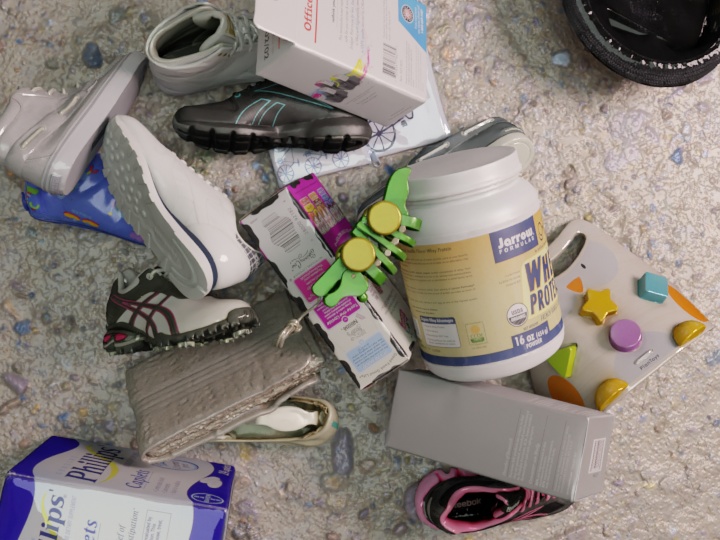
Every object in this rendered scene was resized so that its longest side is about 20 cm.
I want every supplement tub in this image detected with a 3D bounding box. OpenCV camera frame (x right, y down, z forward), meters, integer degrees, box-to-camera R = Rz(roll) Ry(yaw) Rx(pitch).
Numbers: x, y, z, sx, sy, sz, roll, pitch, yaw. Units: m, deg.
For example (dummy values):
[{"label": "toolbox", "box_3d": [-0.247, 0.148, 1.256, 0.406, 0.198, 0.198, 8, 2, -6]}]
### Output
[{"label": "supplement tub", "box_3d": [0.110, -0.009, 0.979, 0.144, 0.144, 0.200, -15, 104, -5]}]

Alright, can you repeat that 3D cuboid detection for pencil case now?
[{"label": "pencil case", "box_3d": [-0.240, -0.067, 1.018, 0.200, 0.078, 0.087, 17, 64, -3]}]

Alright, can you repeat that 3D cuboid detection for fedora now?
[{"label": "fedora", "box_3d": [0.293, -0.281, 1.059, 0.200, 0.092, 0.201, 0, 89, -5]}]

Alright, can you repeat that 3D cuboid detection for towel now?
[{"label": "towel", "box_3d": [-0.136, 0.103, 1.008, 0.200, 0.133, 0.034, -26, 128, -3]}]

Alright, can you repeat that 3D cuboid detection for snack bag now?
[{"label": "snack bag", "box_3d": [-0.015, -0.199, 1.068, 0.200, 0.021, 0.189, -14, 90, -5]}]

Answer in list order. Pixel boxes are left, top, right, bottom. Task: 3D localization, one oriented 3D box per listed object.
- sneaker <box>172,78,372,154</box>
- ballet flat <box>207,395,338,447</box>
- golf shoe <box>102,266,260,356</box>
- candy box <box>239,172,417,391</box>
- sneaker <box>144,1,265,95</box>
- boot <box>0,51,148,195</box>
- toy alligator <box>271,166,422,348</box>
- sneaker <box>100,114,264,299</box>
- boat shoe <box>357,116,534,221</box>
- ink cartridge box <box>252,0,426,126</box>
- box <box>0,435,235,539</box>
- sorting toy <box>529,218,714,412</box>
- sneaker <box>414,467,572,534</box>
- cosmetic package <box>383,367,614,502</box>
[{"label": "sneaker", "box_3d": [-0.089, -0.161, 1.025, 0.200, 0.075, 0.079, -1, 81, -11]}, {"label": "ballet flat", "box_3d": [-0.121, 0.147, 1.034, 0.200, 0.069, 0.070, 3, 89, -4]}, {"label": "golf shoe", "box_3d": [-0.182, 0.035, 0.978, 0.200, 0.077, 0.088, -7, 86, 38]}, {"label": "candy box", "box_3d": [-0.024, 0.006, 1.001, 0.061, 0.136, 0.200, -35, 93, 14]}, {"label": "sneaker", "box_3d": [-0.112, -0.226, 0.994, 0.200, 0.116, 0.074, -19, 88, -5]}, {"label": "boot", "box_3d": [-0.285, -0.163, 0.981, 0.096, 0.074, 0.200, 25, 47, -3]}, {"label": "toy alligator", "box_3d": [0.000, 0.000, 0.901, 0.054, 0.059, 0.200, 36, 85, -4]}, {"label": "sneaker", "box_3d": [-0.173, -0.066, 0.958, 0.080, 0.076, 0.200, -26, 77, -35]}, {"label": "boat shoe", "box_3d": [0.082, -0.099, 1.066, 0.200, 0.073, 0.062, -28, 49, 2]}, {"label": "ink cartridge box", "box_3d": [-0.032, -0.229, 0.966, 0.200, 0.068, 0.115, 17, 64, -35]}, {"label": "box", "box_3d": [-0.227, 0.238, 0.964, 0.200, 0.184, 0.105, 10, 90, -5]}, {"label": "sorting toy", "box_3d": [0.243, 0.044, 1.063, 0.200, 0.107, 0.180, -38, 73, -4]}, {"label": "sneaker", "box_3d": [0.159, 0.231, 1.042, 0.200, 0.095, 0.079, -15, 89, -6]}, {"label": "cosmetic package", "box_3d": [0.135, 0.157, 0.993, 0.200, 0.107, 0.090, 9, 89, 29]}]
